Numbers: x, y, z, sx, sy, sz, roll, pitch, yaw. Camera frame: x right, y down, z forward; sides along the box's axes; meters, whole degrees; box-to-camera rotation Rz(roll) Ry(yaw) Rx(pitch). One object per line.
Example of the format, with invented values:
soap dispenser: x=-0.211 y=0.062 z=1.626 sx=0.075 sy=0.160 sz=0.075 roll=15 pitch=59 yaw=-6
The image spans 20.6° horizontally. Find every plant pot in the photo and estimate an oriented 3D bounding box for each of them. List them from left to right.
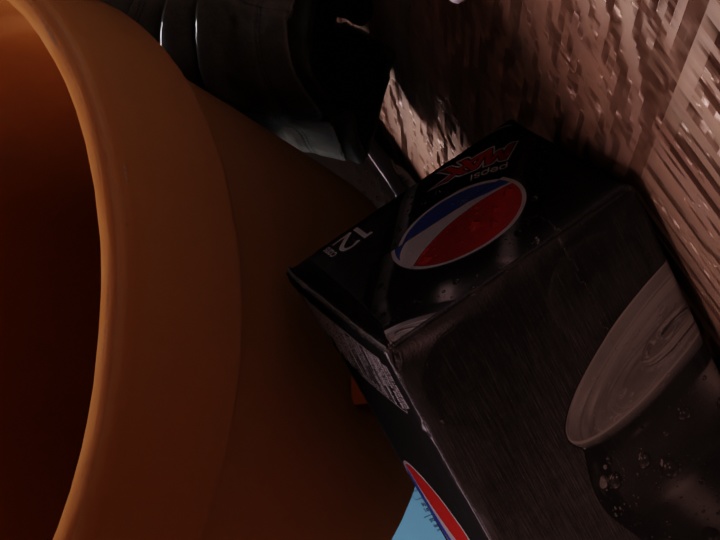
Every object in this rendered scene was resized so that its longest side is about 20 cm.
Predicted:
plant pot: x=-0.076 y=0.028 z=0.531 sx=0.139 sy=0.201 sz=0.200 roll=11 pitch=-148 yaw=-45

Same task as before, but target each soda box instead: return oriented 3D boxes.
soda box: x=0.064 y=0.067 z=0.485 sx=0.201 sy=0.071 sz=0.063 roll=61 pitch=171 yaw=-27

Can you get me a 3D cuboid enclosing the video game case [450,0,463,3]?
video game case: x=-0.041 y=-0.159 z=0.398 sx=0.200 sy=0.018 sz=0.144 roll=53 pitch=173 yaw=34

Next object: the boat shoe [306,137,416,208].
boat shoe: x=0.000 y=0.000 z=0.696 sx=0.201 sy=0.073 sz=0.060 roll=64 pitch=-178 yaw=19

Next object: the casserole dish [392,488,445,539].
casserole dish: x=0.030 y=0.066 z=0.603 sx=0.122 sy=0.039 sz=0.200 roll=54 pitch=152 yaw=0

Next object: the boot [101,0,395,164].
boot: x=-0.054 y=-0.053 z=0.626 sx=0.130 sy=0.068 sz=0.200 roll=14 pitch=169 yaw=6
